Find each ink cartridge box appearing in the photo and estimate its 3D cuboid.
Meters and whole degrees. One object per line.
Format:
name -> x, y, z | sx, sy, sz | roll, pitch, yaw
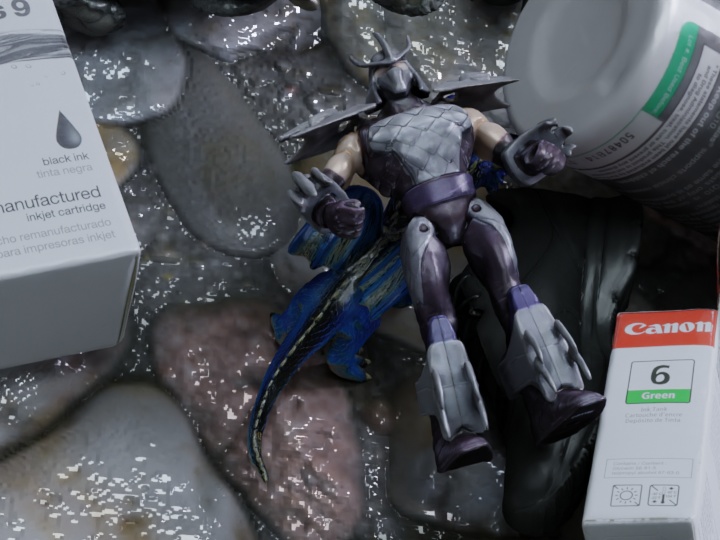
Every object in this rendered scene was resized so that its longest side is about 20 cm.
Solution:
ink cartridge box -> 0.142, 0.080, 0.892 | 0.050, 0.110, 0.201 | -3, 38, 17
ink cartridge box -> -0.200, -0.056, 0.902 | 0.145, 0.084, 0.201 | -12, 61, -21

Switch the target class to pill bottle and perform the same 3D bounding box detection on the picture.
pill bottle -> 0.176, -0.076, 0.965 | 0.199, 0.113, 0.114 | 23, 51, -32

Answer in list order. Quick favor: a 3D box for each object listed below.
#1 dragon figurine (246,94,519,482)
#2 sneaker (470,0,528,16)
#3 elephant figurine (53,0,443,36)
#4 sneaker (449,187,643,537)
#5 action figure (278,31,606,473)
dragon figurine -> 0.000, 0.000, 0.928 | 0.059, 0.100, 0.200 | 37, 57, 11
sneaker -> 0.101, -0.217, 1.066 | 0.060, 0.104, 0.201 | 22, 76, -1
elephant figurine -> -0.062, -0.181, 1.012 | 0.198, 0.142, 0.156 | 1, 73, -5
sneaker -> 0.080, 0.040, 0.948 | 0.090, 0.076, 0.201 | 13, 47, 2
action figure -> 0.040, -0.018, 0.870 | 0.129, 0.069, 0.201 | -18, 74, -4
